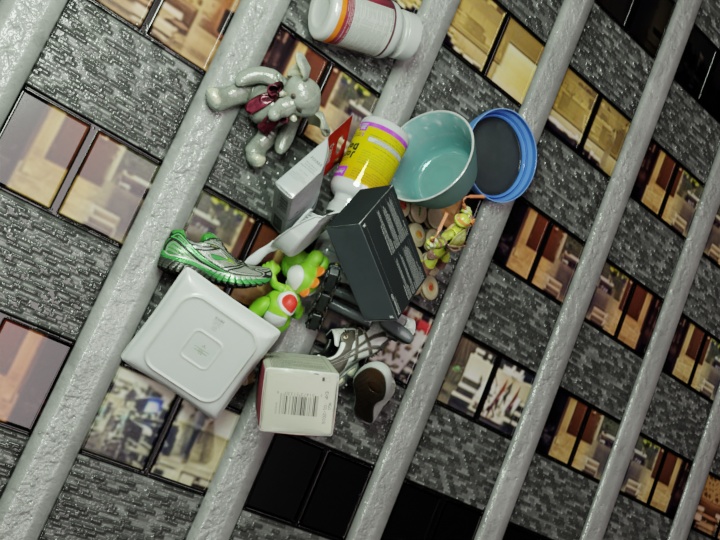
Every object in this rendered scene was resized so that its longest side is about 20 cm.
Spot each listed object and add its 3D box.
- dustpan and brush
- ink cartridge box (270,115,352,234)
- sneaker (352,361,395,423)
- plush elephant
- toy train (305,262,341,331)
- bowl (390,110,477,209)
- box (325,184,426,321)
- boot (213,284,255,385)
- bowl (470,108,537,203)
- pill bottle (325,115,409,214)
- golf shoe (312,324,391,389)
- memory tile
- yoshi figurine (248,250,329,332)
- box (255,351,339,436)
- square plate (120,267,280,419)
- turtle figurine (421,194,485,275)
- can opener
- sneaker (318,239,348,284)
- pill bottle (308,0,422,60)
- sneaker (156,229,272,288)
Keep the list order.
[{"bbox_3d":[-0.129,-0.055,1.485,0.200,0.140,0.057,-44,86,14],"label":"dustpan and brush"},{"bbox_3d":[-0.076,-0.167,1.499,0.200,0.163,0.057,-40,79,-21],"label":"ink cartridge box"},{"bbox_3d":[0.032,0.214,1.606,0.073,0.200,0.085,33,58,12],"label":"sneaker"},{"bbox_3d":[-0.135,-0.289,1.452,0.200,0.155,0.165,-37,112,-24],"label":"plush elephant"},{"bbox_3d":[-0.068,0.049,1.523,0.034,0.200,0.046,16,52,-6],"label":"toy train"},{"bbox_3d":[0.149,-0.201,1.637,0.105,0.200,0.202,41,72,-51],"label":"bowl"},{"bbox_3d":[0.032,-0.030,1.493,0.141,0.078,0.201,-53,129,-48],"label":"box"},{"bbox_3d":[-0.257,0.127,1.453,0.107,0.075,0.201,-20,113,-22],"label":"boot"},{"bbox_3d":[0.294,-0.247,1.796,0.199,0.039,0.202,-3,95,-32],"label":"bowl"},{"bbox_3d":[0.009,-0.184,1.582,0.104,0.104,0.201,33,76,-30],"label":"pill bottle"},{"bbox_3d":[-0.010,0.133,1.613,0.200,0.078,0.095,-47,115,-22],"label":"golf shoe"},{"bbox_3d":[0.111,-0.048,1.671,0.153,0.017,0.201,18,70,-42],"label":"memory tile"},{"bbox_3d":[-0.142,0.038,1.529,0.112,0.112,0.200,41,85,14],"label":"yoshi figurine"},{"bbox_3d":[-0.115,0.213,1.463,0.127,0.200,0.110,6,91,-9],"label":"box"},{"bbox_3d":[-0.270,0.129,1.410,0.200,0.028,0.199,36,98,-14],"label":"square plate"},{"bbox_3d":[0.177,-0.063,1.617,0.064,0.162,0.200,40,43,8],"label":"turtle figurine"},{"bbox_3d":[0.015,0.079,1.583,0.199,0.067,0.053,25,76,6],"label":"can opener"},{"bbox_3d":[0.000,0.000,1.613,0.199,0.070,0.081,21,80,-31],"label":"sneaker"},{"bbox_3d":[0.011,-0.461,1.558,0.199,0.109,0.110,7,90,-33],"label":"pill bottle"},{"bbox_3d":[-0.244,-0.019,1.441,0.199,0.078,0.086,16,81,-22],"label":"sneaker"}]
